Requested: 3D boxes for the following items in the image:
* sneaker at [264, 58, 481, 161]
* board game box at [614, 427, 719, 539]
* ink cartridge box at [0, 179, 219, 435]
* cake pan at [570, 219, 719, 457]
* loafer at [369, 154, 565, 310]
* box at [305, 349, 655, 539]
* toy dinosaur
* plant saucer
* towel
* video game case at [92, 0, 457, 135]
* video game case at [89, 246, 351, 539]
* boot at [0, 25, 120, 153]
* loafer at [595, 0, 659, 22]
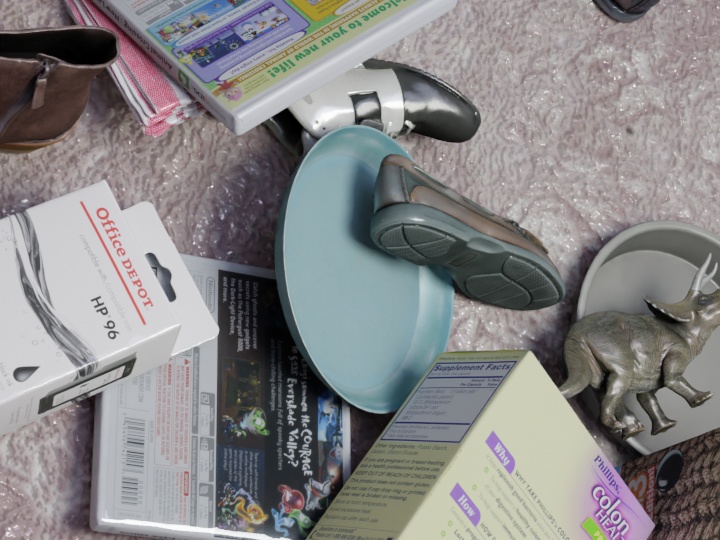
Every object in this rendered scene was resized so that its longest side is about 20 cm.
[{"bbox_3d":[-0.012,-0.111,1.337,0.198,0.074,0.089,15,69,-9],"label":"sneaker"},{"bbox_3d":[0.255,0.206,1.287,0.096,0.200,0.161,19,65,-18],"label":"board game box"},{"bbox_3d":[-0.195,0.021,1.180,0.199,0.068,0.117,-24,74,-24],"label":"ink cartridge box"},{"bbox_3d":[0.244,0.062,1.423,0.198,0.037,0.202,8,71,-24],"label":"cake pan"},{"bbox_3d":[0.083,-0.028,1.327,0.199,0.071,0.063,25,53,-45],"label":"loafer"},{"bbox_3d":[0.078,0.186,1.240,0.176,0.096,0.200,52,59,-24],"label":"box"},{"bbox_3d":[0.192,0.067,1.344,0.198,0.077,0.103,-13,68,-24],"label":"toy dinosaur"},{"bbox_3d":[0.000,0.000,1.286,0.199,0.027,0.202,16,70,-52],"label":"plant saucer"},{"bbox_3d":[-0.092,-0.180,1.293,0.199,0.030,0.147,-23,57,-18],"label":"towel"},{"bbox_3d":[-0.064,-0.195,1.274,0.199,0.022,0.182,-33,59,-26],"label":"video game case"},{"bbox_3d":[-0.092,0.088,1.247,0.180,0.023,0.202,10,62,-23],"label":"video game case"},{"bbox_3d":[-0.264,-0.118,1.156,0.198,0.166,0.073,-3,74,-27],"label":"boot"},{"bbox_3d":[0.182,-0.296,1.495,0.072,0.063,0.200,-40,93,-31],"label":"loafer"}]
